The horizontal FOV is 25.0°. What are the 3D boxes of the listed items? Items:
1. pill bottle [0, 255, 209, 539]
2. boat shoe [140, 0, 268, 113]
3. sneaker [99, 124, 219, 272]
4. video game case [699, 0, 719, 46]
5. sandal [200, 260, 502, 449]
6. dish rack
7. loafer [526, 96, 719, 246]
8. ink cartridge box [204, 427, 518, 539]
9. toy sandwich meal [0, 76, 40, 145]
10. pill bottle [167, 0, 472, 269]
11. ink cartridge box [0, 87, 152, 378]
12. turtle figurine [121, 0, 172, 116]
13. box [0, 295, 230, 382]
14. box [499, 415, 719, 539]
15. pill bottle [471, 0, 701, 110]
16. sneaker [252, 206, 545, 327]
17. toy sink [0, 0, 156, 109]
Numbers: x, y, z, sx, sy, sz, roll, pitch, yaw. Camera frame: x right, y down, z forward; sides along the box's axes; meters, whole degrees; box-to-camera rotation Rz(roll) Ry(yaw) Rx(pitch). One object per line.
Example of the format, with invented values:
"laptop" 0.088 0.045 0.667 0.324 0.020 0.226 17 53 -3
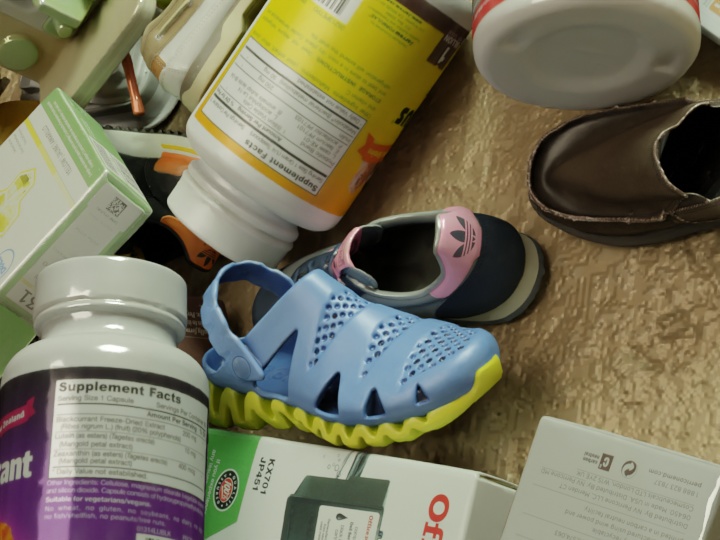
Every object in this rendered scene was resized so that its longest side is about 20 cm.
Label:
"pill bottle" -0.135 0.100 0.846 0.111 0.111 0.201 -17 62 36
"boat shoe" -0.062 -0.191 0.990 0.068 0.075 0.200 39 94 20
"sneaker" -0.159 -0.043 1.077 0.199 0.070 0.090 4 72 41
"video game case" 0.204 -0.238 0.867 0.200 0.023 0.182 -53 46 11
"sandal" -0.017 0.040 0.851 0.199 0.079 0.087 -1 112 36
"dish rack" -0.182 -0.198 1.187 0.171 0.043 0.201 -1 72 42
"loafer" 0.158 -0.058 0.795 0.199 0.071 0.073 -3 70 42
"ink cartridge box" -0.006 0.168 0.836 0.199 0.083 0.147 2 74 43
"toy sandwich meal" -0.278 -0.045 1.173 0.205 0.070 0.206 -56 22 36
"pill bottle" -0.028 -0.101 0.957 0.200 0.109 0.109 -55 46 9
"ink cartridge box" -0.224 -0.004 1.003 0.200 0.048 0.146 -46 34 4
"turtle figurine" -0.086 -0.195 1.083 0.161 0.064 0.201 -13 56 30
"box" -0.179 0.082 1.013 0.199 0.100 0.075 -25 70 32
"box" 0.115 0.180 0.692 0.097 0.124 0.201 13 80 45
"pill bottle" 0.113 -0.195 0.838 0.114 0.114 0.201 -17 61 37
"sneaker" 0.000 0.000 0.906 0.199 0.082 0.071 -16 62 37
"toy sink" -0.222 -0.212 1.089 0.130 0.112 0.201 -45 39 33
